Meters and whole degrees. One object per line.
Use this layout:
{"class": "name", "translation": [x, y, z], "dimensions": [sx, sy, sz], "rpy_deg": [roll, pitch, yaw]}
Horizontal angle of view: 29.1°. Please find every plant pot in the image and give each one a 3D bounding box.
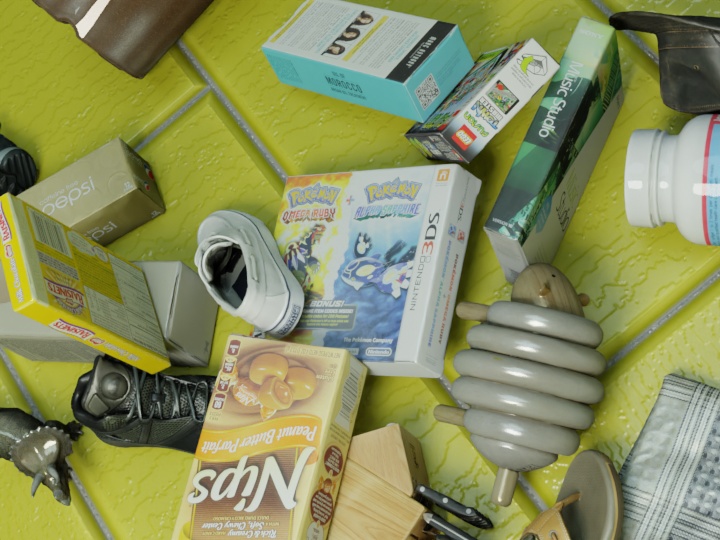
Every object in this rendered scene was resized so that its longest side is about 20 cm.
{"class": "plant pot", "translation": [-0.223, -0.315, 1.396], "dimensions": [0.200, 0.200, 0.198], "rpy_deg": [42, 96, 29]}

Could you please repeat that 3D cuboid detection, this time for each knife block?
{"class": "knife block", "translation": [0.014, 0.227, 1.156], "dimensions": [0.199, 0.064, 0.176], "rpy_deg": [-18, 64, 14]}

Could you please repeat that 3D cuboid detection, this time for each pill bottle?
{"class": "pill bottle", "translation": [0.322, -0.073, 1.130], "dimensions": [0.199, 0.109, 0.109], "rpy_deg": [3, 71, 21]}

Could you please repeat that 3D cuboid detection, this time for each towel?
{"class": "towel", "translation": [0.283, 0.198, 1.081], "dimensions": [0.192, 0.035, 0.201], "rpy_deg": [23, 80, 26]}

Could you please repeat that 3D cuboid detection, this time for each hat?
{"class": "hat", "translation": [0.304, -0.168, 1.158], "dimensions": [0.200, 0.200, 0.081], "rpy_deg": [9, 101, 24]}

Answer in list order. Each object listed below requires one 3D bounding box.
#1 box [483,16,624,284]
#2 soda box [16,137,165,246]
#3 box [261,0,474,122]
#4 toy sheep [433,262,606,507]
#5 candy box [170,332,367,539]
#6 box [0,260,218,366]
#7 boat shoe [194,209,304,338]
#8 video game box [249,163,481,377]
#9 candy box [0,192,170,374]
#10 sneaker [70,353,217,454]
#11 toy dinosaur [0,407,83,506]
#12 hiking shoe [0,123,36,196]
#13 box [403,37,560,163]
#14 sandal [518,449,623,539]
{"class": "box", "translation": [0.168, -0.094, 1.177], "dimensions": [0.036, 0.144, 0.201], "rpy_deg": [20, 79, 19]}
{"class": "soda box", "translation": [-0.300, -0.049, 1.384], "dimensions": [0.199, 0.064, 0.068], "rpy_deg": [-29, 62, 9]}
{"class": "box", "translation": [0.004, -0.201, 1.296], "dimensions": [0.200, 0.049, 0.082], "rpy_deg": [22, 63, 43]}
{"class": "toy sheep", "translation": [0.134, 0.092, 1.131], "dimensions": [0.137, 0.138, 0.201], "rpy_deg": [9, 88, 24]}
{"class": "candy box", "translation": [-0.076, 0.159, 1.149], "dimensions": [0.115, 0.055, 0.201], "rpy_deg": [5, 69, 26]}
{"class": "box", "translation": [-0.244, 0.041, 1.311], "dimensions": [0.199, 0.095, 0.078], "rpy_deg": [1, 70, 20]}
{"class": "boat shoe", "translation": [-0.115, -0.010, 1.259], "dimensions": [0.074, 0.065, 0.200], "rpy_deg": [-61, 35, 8]}
{"class": "video game box", "translation": [0.000, 0.000, 1.232], "dimensions": [0.199, 0.047, 0.183], "rpy_deg": [-2, 66, 38]}
{"class": "candy box", "translation": [-0.229, 0.015, 1.151], "dimensions": [0.026, 0.200, 0.103], "rpy_deg": [-26, 63, 14]}
{"class": "sneaker", "translation": [-0.173, 0.120, 1.243], "dimensions": [0.198, 0.114, 0.077], "rpy_deg": [0, 72, 19]}
{"class": "toy dinosaur", "translation": [-0.325, 0.154, 1.292], "dimensions": [0.199, 0.102, 0.077], "rpy_deg": [20, 78, 25]}
{"class": "hiking shoe", "translation": [-0.429, -0.064, 1.442], "dimensions": [0.200, 0.074, 0.087], "rpy_deg": [-42, 53, -10]}
{"class": "box", "translation": [0.101, -0.145, 1.203], "dimensions": [0.035, 0.200, 0.110], "rpy_deg": [44, 89, -9]}
{"class": "sandal", "translation": [0.147, 0.232, 1.093], "dimensions": [0.201, 0.054, 0.080], "rpy_deg": [-63, 26, -6]}
